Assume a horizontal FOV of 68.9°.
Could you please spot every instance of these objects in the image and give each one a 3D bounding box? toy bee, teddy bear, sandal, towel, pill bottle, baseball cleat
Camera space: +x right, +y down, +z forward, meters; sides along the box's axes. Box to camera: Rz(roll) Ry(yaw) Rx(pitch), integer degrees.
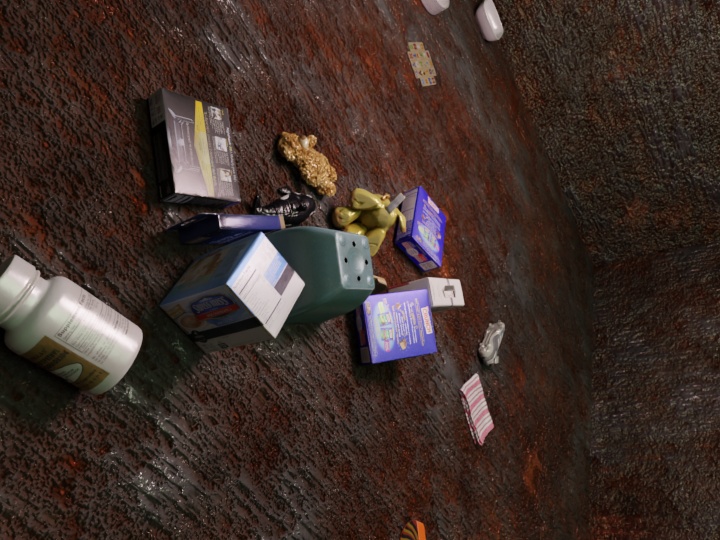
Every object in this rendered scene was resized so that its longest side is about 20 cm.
[{"bbox_3d":[0.124,0.724,1.274,0.132,0.108,0.201,51,17,-18],"label":"toy bee"},{"bbox_3d":[-0.118,-0.268,1.299,0.201,0.066,0.146,54,38,-29],"label":"teddy bear"},{"bbox_3d":[-0.005,0.003,1.374,0.211,0.077,0.071,26,37,-54],"label":"sandal"},{"bbox_3d":[0.399,0.469,1.785,0.146,0.029,0.204,-23,97,-55],"label":"towel"},{"bbox_3d":[-0.416,0.076,0.725,0.200,0.113,0.116,47,44,-34],"label":"pill bottle"},{"bbox_3d":[0.494,0.279,1.963,0.200,0.069,0.108,-41,118,-42],"label":"baseball cleat"}]

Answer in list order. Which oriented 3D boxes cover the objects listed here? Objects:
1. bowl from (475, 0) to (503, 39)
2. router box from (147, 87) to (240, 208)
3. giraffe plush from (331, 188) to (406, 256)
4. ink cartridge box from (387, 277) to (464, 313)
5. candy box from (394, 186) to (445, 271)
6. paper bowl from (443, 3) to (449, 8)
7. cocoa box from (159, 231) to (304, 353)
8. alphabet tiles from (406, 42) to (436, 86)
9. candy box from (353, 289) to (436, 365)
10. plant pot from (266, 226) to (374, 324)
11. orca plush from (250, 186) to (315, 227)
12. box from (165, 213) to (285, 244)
[{"bbox_3d":[0.664,-1.299,2.735,0.202,0.074,0.201,59,38,-23],"label":"bowl"},{"bbox_3d":[-0.320,-0.230,1.018,0.156,0.051,0.205,1,77,-54],"label":"router box"},{"bbox_3d":[0.032,-0.154,1.411,0.175,0.197,0.163,60,9,-14],"label":"giraffe plush"},{"bbox_3d":[0.194,0.078,1.540,0.198,0.145,0.085,4,73,-54],"label":"ink cartridge box"},{"bbox_3d":[0.193,-0.131,1.659,0.169,0.076,0.203,41,48,-37],"label":"candy box"},{"bbox_3d":[0.312,-1.186,2.185,0.199,0.103,0.205,21,63,-49],"label":"paper bowl"},{"bbox_3d":[-0.226,0.042,0.925,0.132,0.197,0.135,52,42,-27],"label":"cocoa box"},{"bbox_3d":[0.239,-0.798,2.029,0.199,0.006,0.169,-35,106,-53],"label":"alphabet tiles"},{"bbox_3d":[0.090,0.146,1.366,0.196,0.077,0.173,-4,81,-25],"label":"candy box"},{"bbox_3d":[-0.082,0.003,1.140,0.195,0.197,0.200,4,75,-52],"label":"plant pot"},{"bbox_3d":[-0.158,-0.152,1.198,0.198,0.070,0.108,7,72,-53],"label":"orca plush"},{"bbox_3d":[-0.254,-0.078,0.998,0.198,0.119,0.033,-4,82,-54],"label":"box"}]
